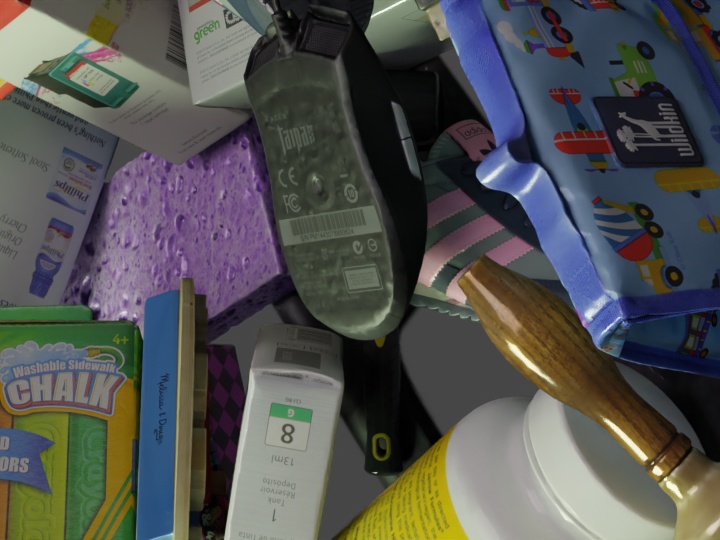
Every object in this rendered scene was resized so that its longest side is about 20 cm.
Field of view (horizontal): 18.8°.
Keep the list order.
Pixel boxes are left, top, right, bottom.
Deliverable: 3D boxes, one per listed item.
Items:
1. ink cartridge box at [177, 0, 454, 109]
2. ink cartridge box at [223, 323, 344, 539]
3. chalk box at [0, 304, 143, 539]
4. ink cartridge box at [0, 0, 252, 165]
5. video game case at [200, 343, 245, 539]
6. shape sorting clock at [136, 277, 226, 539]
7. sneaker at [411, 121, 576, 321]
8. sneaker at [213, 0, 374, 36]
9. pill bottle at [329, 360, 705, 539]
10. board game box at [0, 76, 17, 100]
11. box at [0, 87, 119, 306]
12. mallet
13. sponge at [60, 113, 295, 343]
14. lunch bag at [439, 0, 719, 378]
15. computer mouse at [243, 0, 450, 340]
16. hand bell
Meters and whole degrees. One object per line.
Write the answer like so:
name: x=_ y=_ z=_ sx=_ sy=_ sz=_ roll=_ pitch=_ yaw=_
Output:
ink cartridge box: x=-0.003 y=-0.190 z=1.058 sx=0.199 sy=0.084 sz=0.177 roll=-20 pitch=75 yaw=44
ink cartridge box: x=-0.045 y=0.133 z=1.033 sx=0.161 sy=0.050 sz=0.201 roll=-102 pitch=20 yaw=-84
chalk box: x=-0.167 y=0.100 z=1.089 sx=0.124 sy=0.124 sz=0.201 roll=91 pitch=176 yaw=-61
ink cartridge box: x=-0.146 y=-0.151 z=1.104 sx=0.067 sy=0.199 sz=0.117 roll=-27 pitch=48 yaw=42
video game case: x=-0.115 y=0.163 z=1.196 sx=0.181 sy=0.036 sz=0.201 roll=-29 pitch=68 yaw=42
shape sorting clock: x=-0.084 y=0.104 z=1.053 sx=0.200 sy=0.039 sz=0.201 roll=180 pitch=90 yaw=-88
sneaker: x=0.059 y=-0.021 z=0.963 sx=0.199 sy=0.070 sz=0.083 roll=14 pitch=100 yaw=33
sneaker: x=-0.062 y=-0.154 z=1.024 sx=0.200 sy=0.070 sz=0.082 roll=53 pitch=147 yaw=30
pill bottle: x=0.059 y=0.128 z=0.961 sx=0.200 sy=0.112 sz=0.113 roll=-46 pitch=58 yaw=35
board game box: x=-0.262 y=-0.113 z=1.190 sx=0.200 sy=0.046 sz=0.152 roll=-35 pitch=43 yaw=32
box: x=-0.253 y=-0.015 z=1.249 sx=0.184 sy=0.105 sz=0.201 roll=9 pitch=76 yaw=53
mallet: x=0.000 y=0.000 z=1.067 sx=0.065 sy=0.041 sz=0.201 roll=7 pitch=99 yaw=6
sponge: x=-0.108 y=-0.009 z=1.200 sx=0.200 sy=0.030 sz=0.112 roll=-32 pitch=66 yaw=41
lunch bag: x=0.114 y=-0.037 z=0.846 sx=0.094 sy=0.199 sz=0.151 roll=-40 pitch=62 yaw=38
computer mouse: x=0.007 y=-0.076 z=0.907 sx=0.140 sy=0.046 sz=0.201 roll=-15 pitch=94 yaw=47
hand bell: x=0.114 y=0.068 z=0.848 sx=0.200 sy=0.104 sz=0.104 roll=42 pitch=123 yaw=3
